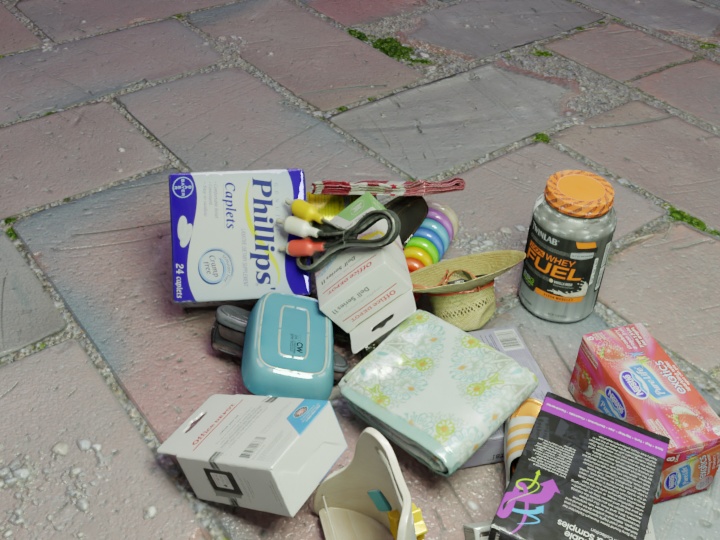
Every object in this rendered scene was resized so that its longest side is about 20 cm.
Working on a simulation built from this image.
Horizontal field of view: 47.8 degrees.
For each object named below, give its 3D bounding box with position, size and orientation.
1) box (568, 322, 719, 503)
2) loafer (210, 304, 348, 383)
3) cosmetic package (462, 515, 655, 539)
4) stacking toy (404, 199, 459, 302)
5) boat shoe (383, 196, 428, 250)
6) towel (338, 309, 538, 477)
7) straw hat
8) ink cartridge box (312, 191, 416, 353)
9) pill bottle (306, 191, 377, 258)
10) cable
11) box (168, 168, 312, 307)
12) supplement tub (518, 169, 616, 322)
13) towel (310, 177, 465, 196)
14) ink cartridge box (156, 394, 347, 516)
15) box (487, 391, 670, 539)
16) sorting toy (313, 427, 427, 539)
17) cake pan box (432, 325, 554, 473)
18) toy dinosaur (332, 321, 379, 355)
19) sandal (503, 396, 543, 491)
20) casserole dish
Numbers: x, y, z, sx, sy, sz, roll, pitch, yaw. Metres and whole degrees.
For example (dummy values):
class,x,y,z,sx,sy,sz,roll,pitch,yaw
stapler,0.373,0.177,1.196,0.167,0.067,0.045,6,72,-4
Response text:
class,x,y,z,sx,sy,sz,roll,pitch,yaw
box,0.352,0.173,1.010,0.093,0.101,0.201,-9,40,-14
loafer,-0.113,0.112,1.108,0.197,0.064,0.072,24,14,7
cosmetic package,0.213,0.297,0.855,0.195,0.051,0.084,-6,79,-10
stacking toy,0.089,-0.020,1.271,0.084,0.086,0.201,14,46,15
boat shoe,0.036,-0.028,1.219,0.200,0.074,0.073,-48,42,2
towel,0.090,0.141,0.994,0.171,0.049,0.198,-40,47,-24
straw hat,0.143,0.039,1.138,0.197,0.087,0.201,-14,8,2
ink cartridge box,0.000,0.000,1.103,0.116,0.067,0.202,-36,37,19
pill bottle,-0.071,-0.073,1.298,0.195,0.106,0.105,-1,38,-5
cable,-0.036,-0.041,1.068,0.198,0.100,0.050,8,3,44
box,-0.172,-0.046,1.181,0.195,0.188,0.105,-3,-7,-6
supplement tub,0.303,-0.035,1.190,0.120,0.203,0.124,1,37,-1
towel,0.041,-0.127,1.215,0.196,0.023,0.143,4,9,31
ink cartridge box,-0.127,0.206,0.936,0.197,0.068,0.116,-4,29,40
box,0.231,0.228,0.847,0.141,0.037,0.200,20,42,20
sorting toy,0.023,0.261,0.816,0.104,0.183,0.201,-8,39,-13
cake pan box,0.150,0.158,1.060,0.180,0.053,0.201,-6,39,-14
toy dinosaur,-0.043,0.068,1.158,0.196,0.048,0.088,20,29,11
sandal,0.203,0.233,0.919,0.077,0.060,0.210,11,56,0
casserole dish,-0.089,0.091,1.045,0.118,0.039,0.202,10,36,-9
